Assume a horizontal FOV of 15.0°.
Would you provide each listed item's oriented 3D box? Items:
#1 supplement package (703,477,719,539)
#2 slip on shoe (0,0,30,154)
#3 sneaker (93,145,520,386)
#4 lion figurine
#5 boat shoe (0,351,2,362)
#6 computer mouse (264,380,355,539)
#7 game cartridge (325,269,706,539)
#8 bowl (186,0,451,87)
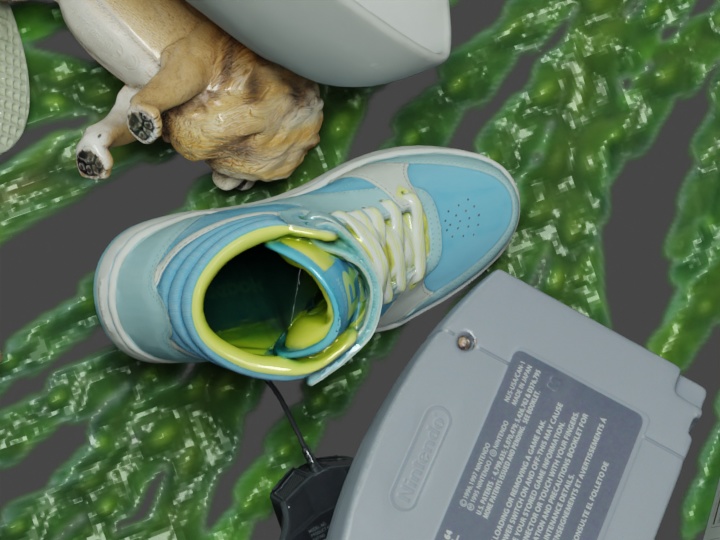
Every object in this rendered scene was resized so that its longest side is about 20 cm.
[{"bbox_3d":[0.225,0.165,1.183,0.155,0.111,0.201,18,81,-5],"label":"supplement package"},{"bbox_3d":[-0.214,-0.132,1.188,0.200,0.061,0.074,53,41,-10],"label":"slip on shoe"},{"bbox_3d":[0.000,0.000,1.144,0.199,0.130,0.080,-18,102,-22],"label":"sneaker"},{"bbox_3d":[-0.105,-0.109,1.177,0.200,0.072,0.122,49,40,-2],"label":"lion figurine"},{"bbox_3d":[-0.244,-0.006,1.162,0.200,0.072,0.065,37,92,-6],"label":"boat shoe"},{"bbox_3d":[-0.031,0.079,1.201,0.058,0.034,0.201,-21,79,-26],"label":"computer mouse"},{"bbox_3d":[0.059,0.106,1.182,0.133,0.041,0.201,30,64,-10],"label":"game cartridge"},{"bbox_3d":[-0.051,-0.179,1.148,0.074,0.200,0.201,-27,48,25],"label":"bowl"}]
